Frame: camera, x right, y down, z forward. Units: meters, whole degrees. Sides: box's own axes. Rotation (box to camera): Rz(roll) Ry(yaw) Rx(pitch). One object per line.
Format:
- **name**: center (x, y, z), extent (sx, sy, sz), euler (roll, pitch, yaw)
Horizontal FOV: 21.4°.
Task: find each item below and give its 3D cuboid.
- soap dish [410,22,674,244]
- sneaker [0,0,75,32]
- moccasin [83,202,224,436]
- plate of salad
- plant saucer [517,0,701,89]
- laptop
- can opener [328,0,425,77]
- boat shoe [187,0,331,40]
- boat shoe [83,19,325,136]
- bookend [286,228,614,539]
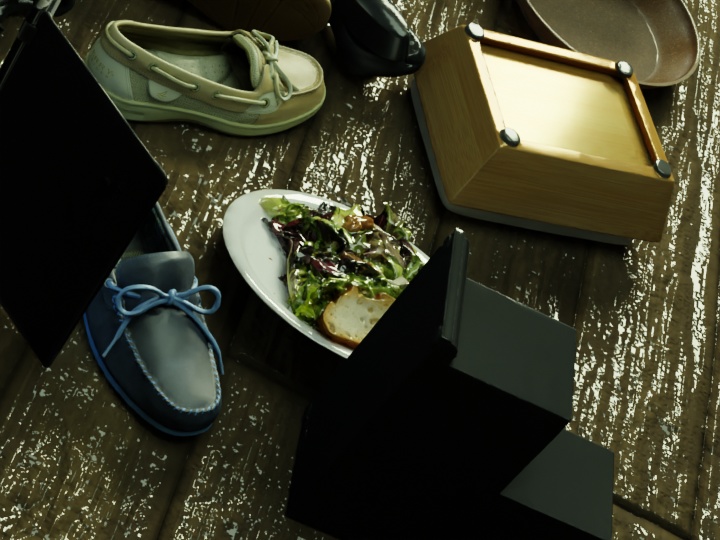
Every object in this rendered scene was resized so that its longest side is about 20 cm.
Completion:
- **soap dish**: center (0.145, -0.109, 1.505), extent (0.200, 0.081, 0.158), euler (9, 49, -28)
- **sneaker**: center (-0.278, -0.210, 1.302), extent (0.200, 0.070, 0.100), euler (-2, 57, -36)
- **moccasin**: center (-0.141, 0.009, 1.203), extent (0.080, 0.068, 0.200), euler (-10, 60, -41)
- **plate of salad**: center (0.000, 0.000, 1.302), extent (0.200, 0.048, 0.200), euler (23, 28, -13)
- **plant saucer**: center (0.209, -0.229, 1.693), extent (0.200, 0.037, 0.201), euler (20, 44, -21)
- **laptop**: center (-0.175, -0.085, 1.173), extent (0.116, 0.187, 0.200), euler (30, 42, -10)
- **can opener**: center (-0.019, -0.226, 1.510), extent (0.063, 0.079, 0.200), euler (-20, 57, -35)
- **boat shoe**: center (-0.114, -0.238, 1.447), extent (0.200, 0.072, 0.072), euler (17, 46, -14)
- **boat shoe**: center (-0.103, -0.146, 1.373), extent (0.200, 0.063, 0.073), euler (3, 52, -34)
- **bookend**: center (0.089, 0.103, 1.184), extent (0.198, 0.200, 0.092), euler (24, 43, -14)
